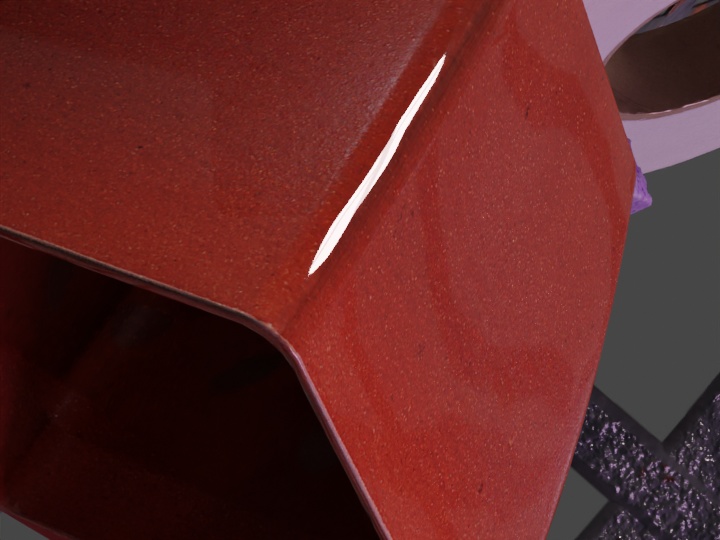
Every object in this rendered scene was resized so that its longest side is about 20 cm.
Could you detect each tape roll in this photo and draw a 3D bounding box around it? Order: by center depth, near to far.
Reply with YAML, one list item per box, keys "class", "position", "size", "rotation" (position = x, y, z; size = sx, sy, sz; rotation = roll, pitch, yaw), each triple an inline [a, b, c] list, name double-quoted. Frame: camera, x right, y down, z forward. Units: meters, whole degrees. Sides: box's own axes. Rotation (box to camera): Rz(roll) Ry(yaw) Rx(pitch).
- class: "tape roll"
  position: [0.123, -0.096, 0.994]
  size: [0.202, 0.037, 0.203]
  rotation: [-20, 159, -8]

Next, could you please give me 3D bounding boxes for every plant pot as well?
- class: "plant pot"
  position: [-0.027, -0.020, 0.836]
  size: [0.177, 0.199, 0.200]
  rotation: [-56, 146, -24]

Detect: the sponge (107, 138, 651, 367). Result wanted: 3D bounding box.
- class: "sponge"
  position: [0.000, 0.000, 0.986]
  size: [0.199, 0.030, 0.112]
  rotation: [-23, 173, 12]

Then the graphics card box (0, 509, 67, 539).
- class: "graphics card box"
  position: [-0.080, 0.035, 1.175]
  size: [0.200, 0.125, 0.051]
  rotation: [-44, 150, -39]
